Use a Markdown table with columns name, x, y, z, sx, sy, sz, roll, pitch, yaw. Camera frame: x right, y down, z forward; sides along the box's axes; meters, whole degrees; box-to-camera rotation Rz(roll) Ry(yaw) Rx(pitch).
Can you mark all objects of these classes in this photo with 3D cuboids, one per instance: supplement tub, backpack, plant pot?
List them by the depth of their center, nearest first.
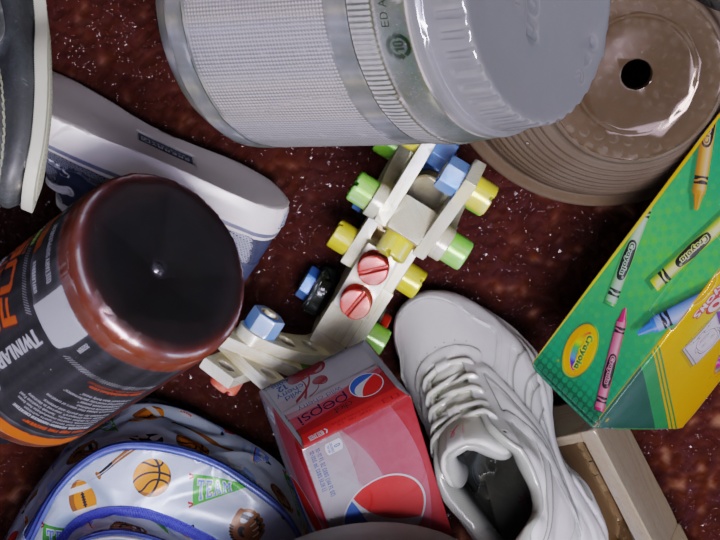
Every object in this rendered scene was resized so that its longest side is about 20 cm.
| name | x | y | z | sx | sy | sz | roll | pitch | yaw |
| --- | --- | --- | --- | --- | --- | --- | --- | --- | --- |
| supplement tub | -0.155 | 0.031 | 1.317 | 0.107 | 0.107 | 0.200 | 36 | 141 | -18 |
| plant pot | 0.144 | -0.121 | 1.352 | 0.200 | 0.093 | 0.202 | -3 | 111 | -7 |
| backpack | -0.123 | 0.179 | 1.413 | 0.199 | 0.154 | 0.191 | 24 | 98 | -13 |

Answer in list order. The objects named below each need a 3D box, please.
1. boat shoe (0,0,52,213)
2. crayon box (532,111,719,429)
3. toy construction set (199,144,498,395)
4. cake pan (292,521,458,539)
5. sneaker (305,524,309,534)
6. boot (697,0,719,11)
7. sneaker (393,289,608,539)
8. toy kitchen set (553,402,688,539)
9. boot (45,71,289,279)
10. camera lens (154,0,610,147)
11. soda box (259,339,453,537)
| name | x | y | z | sx | sy | sz | roll | pitch | yaw |
| --- | --- | --- | --- | --- | --- | --- | --- | --- | --- |
| boat shoe | -0.193 | -0.118 | 1.275 | 0.067 | 0.201 | 0.072 | -3 | 154 | -12 |
| crayon box | 0.197 | -0.003 | 1.383 | 0.058 | 0.119 | 0.200 | 44 | 108 | 26 |
| toy construction set | 0.000 | 0.000 | 1.359 | 0.200 | 0.131 | 0.092 | -43 | 99 | 13 |
| cake pan | 0.001 | 0.211 | 1.329 | 0.199 | 0.037 | 0.201 | -5 | 128 | -7 |
| sneaker | -0.010 | 0.198 | 1.466 | 0.070 | 0.080 | 0.201 | 11 | 108 | -9 |
| boot | 0.171 | -0.247 | 1.277 | 0.150 | 0.200 | 0.073 | -41 | 154 | 4 |
| sneaker | 0.069 | 0.088 | 1.377 | 0.078 | 0.200 | 0.099 | -37 | 153 | 14 |
| toy kitchen set | 0.087 | 0.215 | 1.433 | 0.163 | 0.200 | 0.181 | -15 | 116 | 31 |
| boot | -0.146 | -0.040 | 1.360 | 0.200 | 0.073 | 0.091 | 26 | 111 | -11 |
| camera lens | 0.007 | -0.144 | 1.256 | 0.199 | 0.160 | 0.160 | 1 | 118 | 36 |
| soda box | 0.009 | 0.141 | 1.360 | 0.070 | 0.063 | 0.200 | -26 | 127 | -12 |
